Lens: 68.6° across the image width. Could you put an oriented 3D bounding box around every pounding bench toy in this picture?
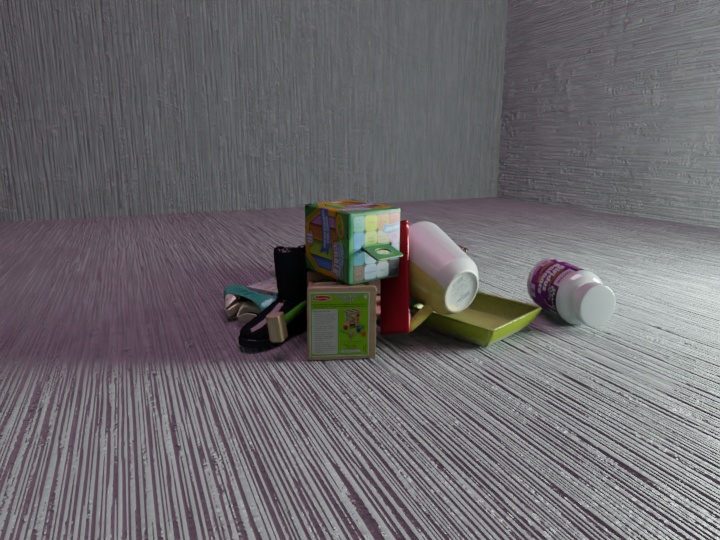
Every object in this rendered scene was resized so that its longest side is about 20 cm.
[{"bbox_3d":[-0.074,0.075,0.981,0.191,0.130,0.156,-1,13,-6],"label":"pounding bench toy"}]

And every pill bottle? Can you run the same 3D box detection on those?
[{"bbox_3d":[0.448,0.048,1.130,0.107,0.117,0.200,-2,13,-10],"label":"pill bottle"}]

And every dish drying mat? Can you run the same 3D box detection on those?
[{"bbox_3d":[0.066,0.014,0.992,0.018,0.209,0.075,8,-13,-41],"label":"dish drying mat"}]

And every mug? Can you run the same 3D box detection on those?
[{"bbox_3d":[0.142,0.024,1.017,0.145,0.193,0.153,6,21,-35],"label":"mug"}]

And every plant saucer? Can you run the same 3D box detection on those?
[{"bbox_3d":[0.234,0.096,1.068,0.195,0.050,0.196,-12,18,-42],"label":"plant saucer"}]

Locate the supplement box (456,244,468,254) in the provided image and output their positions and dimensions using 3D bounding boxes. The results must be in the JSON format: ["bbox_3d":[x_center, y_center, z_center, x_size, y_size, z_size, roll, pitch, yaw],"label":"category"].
[{"bbox_3d":[0.170,-0.044,1.257,0.106,0.064,0.197,11,1,33],"label":"supplement box"}]

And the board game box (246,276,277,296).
[{"bbox_3d":[-0.158,0.053,1.272,0.193,0.036,0.133,8,16,30],"label":"board game box"}]

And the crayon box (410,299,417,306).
[{"bbox_3d":[0.175,0.036,1.299,0.165,0.061,0.201,1,14,0],"label":"crayon box"}]

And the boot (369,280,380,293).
[{"bbox_3d":[0.057,0.007,1.174,0.192,0.075,0.091,17,23,5],"label":"boot"}]

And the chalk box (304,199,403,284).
[{"bbox_3d":[-0.005,-0.054,0.964,0.121,0.130,0.197,-9,16,-35],"label":"chalk box"}]

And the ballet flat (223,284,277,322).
[{"bbox_3d":[-0.248,0.075,1.124,0.195,0.070,0.070,8,29,39],"label":"ballet flat"}]

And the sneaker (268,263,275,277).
[{"bbox_3d":[-0.175,-0.019,1.470,0.140,0.084,0.200,8,20,13],"label":"sneaker"}]

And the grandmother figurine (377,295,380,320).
[{"bbox_3d":[0.003,0.074,1.142,0.192,0.063,0.121,8,6,20],"label":"grandmother figurine"}]

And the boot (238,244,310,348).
[{"bbox_3d":[-0.159,0.042,1.019,0.074,0.176,0.197,7,14,38],"label":"boot"}]
